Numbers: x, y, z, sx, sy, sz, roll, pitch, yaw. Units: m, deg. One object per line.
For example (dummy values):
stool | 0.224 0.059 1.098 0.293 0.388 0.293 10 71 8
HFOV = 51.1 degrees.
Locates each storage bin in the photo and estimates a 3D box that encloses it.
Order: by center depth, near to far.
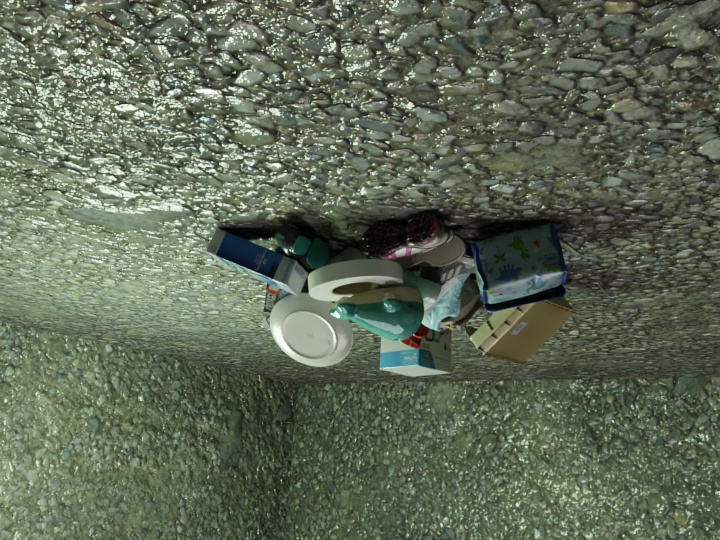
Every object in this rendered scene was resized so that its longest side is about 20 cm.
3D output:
storage bin | 0.379 0.115 1.801 0.197 0.094 0.201 18 123 -41

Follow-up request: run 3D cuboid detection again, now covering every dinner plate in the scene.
dinner plate | -0.113 0.140 1.685 0.196 0.024 0.203 8 124 11

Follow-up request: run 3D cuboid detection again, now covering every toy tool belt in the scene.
toy tool belt | 0.203 0.095 1.840 0.199 0.125 0.123 -41 173 -1

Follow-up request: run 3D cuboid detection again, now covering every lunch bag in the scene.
lunch bag | 0.313 0.005 1.490 0.167 0.130 0.200 -13 163 7

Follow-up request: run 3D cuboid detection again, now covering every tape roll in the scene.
tape roll | -0.010 0.022 1.548 0.199 0.038 0.203 -6 166 -2

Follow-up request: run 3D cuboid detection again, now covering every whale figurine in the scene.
whale figurine | 0.037 0.094 1.557 0.196 0.106 0.159 0 164 -23

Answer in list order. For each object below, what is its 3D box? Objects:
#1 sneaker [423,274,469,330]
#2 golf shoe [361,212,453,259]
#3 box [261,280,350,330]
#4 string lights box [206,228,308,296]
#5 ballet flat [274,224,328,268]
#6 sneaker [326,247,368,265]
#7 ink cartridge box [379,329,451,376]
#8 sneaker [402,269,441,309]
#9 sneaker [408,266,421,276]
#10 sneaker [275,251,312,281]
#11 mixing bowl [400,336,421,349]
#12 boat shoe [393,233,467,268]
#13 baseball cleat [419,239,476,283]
sneaker | 0.208 0.058 1.723 0.081 0.074 0.201 35 125 -5
golf shoe | 0.089 -0.056 1.476 0.198 0.074 0.091 -8 160 40
box | -0.119 0.093 1.694 0.196 0.038 0.138 16 125 7
string lights box | -0.218 -0.018 1.610 0.197 0.060 0.103 22 170 17
ballet flat | -0.126 -0.055 1.574 0.072 0.075 0.200 -1 170 17
sneaker | 0.000 0.000 1.703 0.103 0.077 0.200 15 170 -22
ink cartridge box | 0.154 0.176 2.075 0.145 0.204 0.145 -12 159 43
sneaker | 0.095 0.052 1.691 0.117 0.075 0.201 29 151 -5
sneaker | 0.131 0.026 1.778 0.078 0.075 0.200 -4 163 11
sneaker | -0.132 0.034 1.739 0.198 0.072 0.083 33 156 7
mixing bowl | 0.093 0.103 1.934 0.198 0.109 0.200 32 171 6
boat shoe | 0.152 -0.044 1.550 0.062 0.074 0.198 -10 180 -40
baseball cleat | 0.198 -0.027 1.607 0.197 0.071 0.106 -12 145 33
